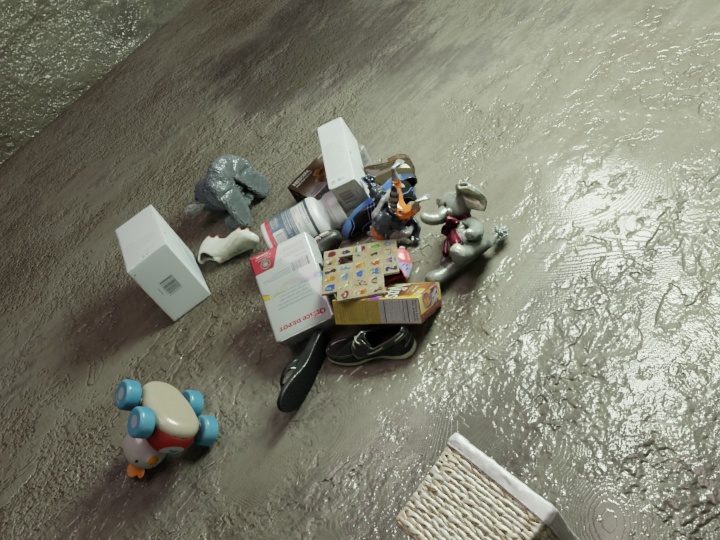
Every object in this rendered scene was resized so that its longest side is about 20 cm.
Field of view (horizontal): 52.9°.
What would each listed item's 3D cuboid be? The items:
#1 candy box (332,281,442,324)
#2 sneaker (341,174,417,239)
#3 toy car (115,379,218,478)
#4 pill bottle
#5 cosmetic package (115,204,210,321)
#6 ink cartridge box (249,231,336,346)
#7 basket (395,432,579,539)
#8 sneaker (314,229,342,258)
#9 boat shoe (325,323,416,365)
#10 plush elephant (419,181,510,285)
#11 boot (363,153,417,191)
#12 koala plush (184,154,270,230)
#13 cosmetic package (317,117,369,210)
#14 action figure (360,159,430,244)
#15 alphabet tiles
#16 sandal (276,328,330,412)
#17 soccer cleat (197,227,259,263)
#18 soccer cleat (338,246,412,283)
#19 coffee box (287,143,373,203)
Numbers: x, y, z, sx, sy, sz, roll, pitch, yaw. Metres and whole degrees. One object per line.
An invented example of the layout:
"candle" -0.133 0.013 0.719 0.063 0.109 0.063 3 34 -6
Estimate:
"candy box" 0.055 0.067 1.474 0.196 0.058 0.116 -2 13 28
"sneaker" 0.044 -0.131 1.694 0.200 0.070 0.078 -43 72 12
"toy car" -0.429 0.355 1.504 0.177 0.182 0.203 40 107 46
"pill bottle" -0.129 -0.104 1.738 0.197 0.120 0.121 -29 42 4
"cosmetic package" -0.500 -0.021 1.831 0.122 0.201 0.200 -36 42 -3
"ink cartridge box" -0.139 0.044 1.575 0.143 0.083 0.203 -24 72 9
"basket" 0.189 0.382 1.040 0.161 0.199 0.199 -49 45 -12
"sneaker" -0.100 0.006 1.665 0.200 0.076 0.116 -43 48 4
"boat shoe" 0.013 0.144 1.463 0.196 0.068 0.073 -10 48 26
"plush elephant" 0.196 -0.092 1.487 0.198 0.165 0.156 -32 81 -22
"boot" 0.046 -0.208 1.758 0.197 0.075 0.098 -29 39 3
"koala plush" -0.387 -0.218 1.981 0.197 0.184 0.179 -6 47 43
"cosmetic package" -0.040 -0.255 1.730 0.073 0.102 0.203 -21 56 16
"action figure" 0.056 -0.147 1.592 0.200 0.195 0.104 45 47 17
"alphabet tiles" 0.000 0.000 1.518 0.163 0.008 0.201 -10 33 6
"sandal" -0.124 0.207 1.487 0.047 0.076 0.202 7 46 28
"soccer cleat" -0.341 -0.057 1.871 0.197 0.069 0.079 -8 52 35
"soccer cleat" 0.020 0.000 1.594 0.196 0.067 0.078 -10 51 20
"coffee box" -0.075 -0.239 1.856 0.200 0.080 0.114 -47 44 -14
